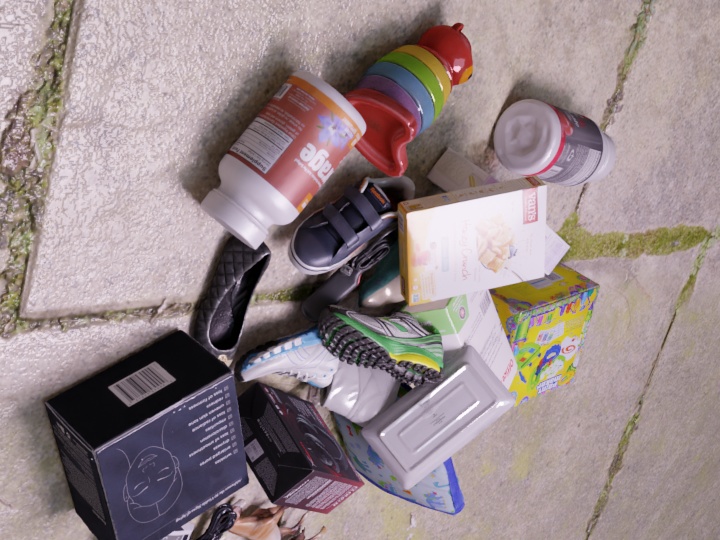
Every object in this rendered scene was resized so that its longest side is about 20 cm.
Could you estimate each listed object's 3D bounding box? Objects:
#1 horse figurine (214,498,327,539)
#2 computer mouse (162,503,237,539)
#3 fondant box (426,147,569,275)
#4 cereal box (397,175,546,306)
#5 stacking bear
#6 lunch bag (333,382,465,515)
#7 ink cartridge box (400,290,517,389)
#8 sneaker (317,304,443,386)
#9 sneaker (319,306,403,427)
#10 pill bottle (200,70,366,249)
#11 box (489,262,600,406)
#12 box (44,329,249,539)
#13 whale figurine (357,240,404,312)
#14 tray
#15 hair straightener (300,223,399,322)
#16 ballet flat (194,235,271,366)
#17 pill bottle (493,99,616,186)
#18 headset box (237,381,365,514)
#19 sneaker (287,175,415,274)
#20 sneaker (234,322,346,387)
[{"bbox_3d":[-0.126,0.387,1.733,0.132,0.050,0.200,-31,142,-11],"label":"horse figurine"},{"bbox_3d":[-0.266,0.363,1.582,0.110,0.044,0.200,-52,145,15],"label":"computer mouse"},{"bbox_3d":[0.201,-0.084,1.673,0.058,0.144,0.200,-53,141,4],"label":"fondant box"},{"bbox_3d":[0.149,-0.039,1.531,0.200,0.040,0.144,-12,122,-13],"label":"cereal box"},{"bbox_3d":[0.071,-0.236,1.467,0.200,0.114,0.121,-48,166,-28],"label":"stacking bear"},{"bbox_3d":[0.070,0.263,1.736,0.127,0.200,0.170,-38,137,-20],"label":"lunch bag"},{"bbox_3d":[0.148,0.105,1.705,0.146,0.084,0.200,-53,127,-51],"label":"ink cartridge box"},{"bbox_3d":[0.027,0.090,1.574,0.200,0.078,0.085,25,54,-29],"label":"sneaker"},{"bbox_3d":[0.006,0.123,1.671,0.074,0.115,0.200,-46,-157,58],"label":"sneaker"},{"bbox_3d":[-0.094,-0.128,1.366,0.200,0.112,0.112,-52,141,-5],"label":"pill bottle"},{"bbox_3d":[0.264,0.102,1.886,0.200,0.122,0.193,-14,125,-40],"label":"box"},{"bbox_3d":[-0.257,0.215,1.426,0.200,0.124,0.197,-29,132,-30],"label":"box"},{"bbox_3d":[0.070,-0.021,1.626,0.200,0.104,0.159,-34,173,-5],"label":"whale figurine"},{"bbox_3d":[0.108,0.205,1.608,0.200,0.107,0.022,-39,175,2],"label":"tray"},{"bbox_3d":[0.000,0.000,1.541,0.200,0.041,0.077,-38,180,10],"label":"hair straightener"},{"bbox_3d":[-0.164,0.048,1.459,0.066,0.057,0.200,-3,118,-44],"label":"ballet flat"},{"bbox_3d":[0.298,-0.185,1.731,0.200,0.111,0.111,7,111,-48],"label":"pill bottle"},{"bbox_3d":[-0.087,0.246,1.570,0.077,0.149,0.200,-40,153,9],"label":"headset box"},{"bbox_3d":[-0.009,-0.069,1.508,0.200,0.078,0.079,-35,172,-35],"label":"sneaker"},{"bbox_3d":[-0.078,0.124,1.565,0.200,0.075,0.087,-20,97,-34],"label":"sneaker"}]
